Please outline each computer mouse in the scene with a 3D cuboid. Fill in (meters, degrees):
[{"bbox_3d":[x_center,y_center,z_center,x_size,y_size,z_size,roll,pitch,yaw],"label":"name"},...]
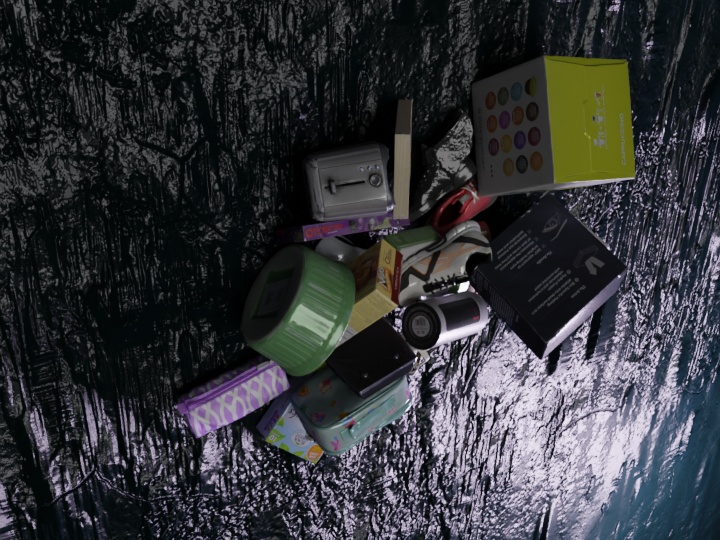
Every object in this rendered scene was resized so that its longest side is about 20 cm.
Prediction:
[{"bbox_3d":[0.000,0.000,1.330,0.198,0.044,0.111,24,100,-38],"label":"computer mouse"}]

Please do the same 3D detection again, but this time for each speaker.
[{"bbox_3d":[0.152,0.086,1.313,0.198,0.080,0.083,-6,119,-57],"label":"speaker"}]

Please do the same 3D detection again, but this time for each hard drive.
[{"bbox_3d":[-0.003,0.134,1.295,0.133,0.200,0.043,-27,133,-20],"label":"hard drive"}]

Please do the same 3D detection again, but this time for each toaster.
[{"bbox_3d":[-0.023,-0.139,1.166,0.126,0.200,0.117,-8,100,-6],"label":"toaster"}]

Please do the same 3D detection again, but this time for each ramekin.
[{"bbox_3d":[-0.106,0.057,1.200,0.097,0.200,0.202,30,96,-31],"label":"ramekin"}]

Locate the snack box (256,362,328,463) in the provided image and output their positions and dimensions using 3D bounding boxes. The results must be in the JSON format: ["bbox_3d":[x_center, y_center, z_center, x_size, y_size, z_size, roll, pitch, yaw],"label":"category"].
[{"bbox_3d":[-0.083,0.247,1.394,0.141,0.053,0.202,35,91,-37],"label":"snack box"}]

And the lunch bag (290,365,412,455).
[{"bbox_3d":[-0.016,0.228,1.293,0.197,0.160,0.078,-31,124,-19],"label":"lunch bag"}]

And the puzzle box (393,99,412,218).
[{"bbox_3d":[0.069,-0.185,1.197,0.025,0.201,0.136,1,118,4],"label":"puzzle box"}]

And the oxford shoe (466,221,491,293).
[{"bbox_3d":[0.194,-0.010,1.421,0.073,0.071,0.203,-12,135,-16],"label":"oxford shoe"}]

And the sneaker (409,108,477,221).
[{"bbox_3d":[0.128,-0.182,1.312,0.198,0.060,0.105,-36,107,7],"label":"sneaker"}]

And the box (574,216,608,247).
[{"bbox_3d":[0.375,0.021,1.480,0.199,0.131,0.200,-40,151,-9],"label":"box"}]

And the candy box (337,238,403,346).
[{"bbox_3d":[-0.017,0.049,1.235,0.055,0.117,0.199,35,130,-23],"label":"candy box"}]

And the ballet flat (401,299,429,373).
[{"bbox_3d":[0.109,0.133,1.396,0.067,0.076,0.202,-20,150,-19],"label":"ballet flat"}]

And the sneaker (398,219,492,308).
[{"bbox_3d":[0.136,0.001,1.255,0.199,0.081,0.074,-39,144,5],"label":"sneaker"}]

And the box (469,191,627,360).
[{"bbox_3d":[0.325,0.010,1.315,0.195,0.201,0.118,-39,158,-8],"label":"box"}]

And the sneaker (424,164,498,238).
[{"bbox_3d":[0.198,-0.128,1.349,0.074,0.087,0.201,42,87,6],"label":"sneaker"}]

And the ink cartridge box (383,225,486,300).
[{"bbox_3d":[0.120,-0.011,1.330,0.196,0.048,0.148,-14,136,-30],"label":"ink cartridge box"}]

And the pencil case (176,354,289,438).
[{"bbox_3d":[-0.214,0.208,1.271,0.197,0.085,0.086,-29,162,-18],"label":"pencil case"}]

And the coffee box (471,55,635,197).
[{"bbox_3d":[0.331,-0.244,1.283,0.196,0.196,0.206,-6,92,-29],"label":"coffee box"}]

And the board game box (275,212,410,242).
[{"bbox_3d":[-0.030,-0.073,1.229,0.196,0.119,0.033,-10,100,-28],"label":"board game box"}]
